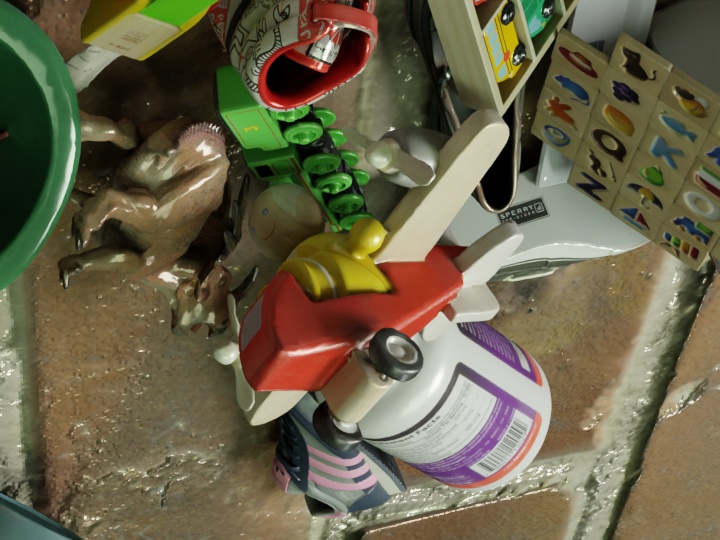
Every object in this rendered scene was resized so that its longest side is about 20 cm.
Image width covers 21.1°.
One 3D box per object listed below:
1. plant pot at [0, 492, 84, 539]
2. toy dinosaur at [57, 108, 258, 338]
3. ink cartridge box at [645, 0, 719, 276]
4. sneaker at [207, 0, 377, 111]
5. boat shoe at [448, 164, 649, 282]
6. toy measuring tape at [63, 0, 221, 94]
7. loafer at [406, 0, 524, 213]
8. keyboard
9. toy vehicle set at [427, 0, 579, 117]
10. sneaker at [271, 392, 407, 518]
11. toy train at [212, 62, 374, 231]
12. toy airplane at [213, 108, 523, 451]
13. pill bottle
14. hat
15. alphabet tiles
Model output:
[{"bbox_3d":[-0.254,0.225,1.304,0.200,0.199,0.136,35,81,-49],"label":"plant pot"},{"bbox_3d":[-0.106,-0.042,1.085,0.134,0.087,0.200,-5,153,-23],"label":"toy dinosaur"},{"bbox_3d":[0.277,-0.078,1.206,0.143,0.146,0.201,-22,144,2],"label":"ink cartridge box"},{"bbox_3d":[-0.001,-0.170,0.973,0.067,0.109,0.201,17,129,-41],"label":"sneaker"},{"bbox_3d":[0.110,-0.031,1.254,0.198,0.071,0.064,-10,168,-24],"label":"boat shoe"},{"bbox_3d":[-0.124,-0.146,0.999,0.073,0.074,0.199,13,154,-38],"label":"toy measuring tape"},{"bbox_3d":[0.072,-0.113,1.123,0.071,0.063,0.201,-19,144,-6],"label":"loafer"},{"bbox_3d":[0.146,-0.132,1.165,0.056,0.011,0.201,-8,134,-17],"label":"keyboard"},{"bbox_3d":[0.074,-0.188,0.999,0.125,0.026,0.201,-56,150,-21],"label":"toy vehicle set"},{"bbox_3d":[-0.034,0.125,1.367,0.081,0.071,0.200,-27,142,7],"label":"sneaker"},{"bbox_3d":[-0.037,-0.068,1.120,0.056,0.042,0.200,-11,157,9],"label":"toy train"},{"bbox_3d":[0.000,0.000,1.099,0.200,0.141,0.199,-46,172,-11],"label":"toy airplane"},{"bbox_3d":[0.036,0.069,1.297,0.111,0.112,0.200,-35,142,18],"label":"pill bottle"},{"bbox_3d":[-0.263,-0.069,1.045,0.165,0.176,0.201,32,89,-31],"label":"hat"},{"bbox_3d":[0.174,-0.063,1.113,0.006,0.166,0.200,-52,169,-18],"label":"alphabet tiles"}]
